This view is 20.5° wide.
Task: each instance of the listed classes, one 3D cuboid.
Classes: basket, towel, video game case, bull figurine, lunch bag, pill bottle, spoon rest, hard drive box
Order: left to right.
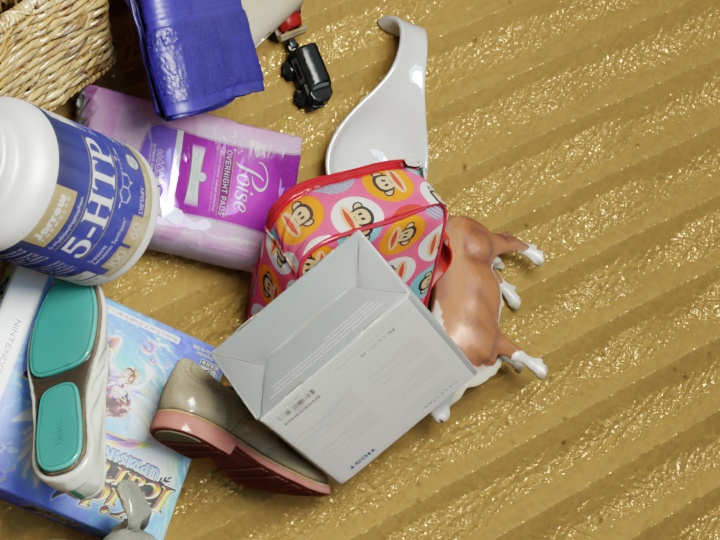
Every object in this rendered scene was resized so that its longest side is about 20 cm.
[{"bbox_3d":[-0.307,-0.196,1.580,0.143,0.149,0.200,38,63,20],"label":"basket"},{"bbox_3d":[-0.257,-0.065,1.514,0.200,0.119,0.120,21,67,-56],"label":"pill bottle"},{"bbox_3d":[-0.228,0.114,1.632,0.199,0.045,0.182,25,71,-18],"label":"video game case"},{"bbox_3d":[-0.145,-0.224,1.589,0.148,0.049,0.201,-28,107,-64],"label":"towel"},{"bbox_3d":[-0.009,0.076,1.620,0.156,0.200,0.077,-39,61,1],"label":"hard drive box"},{"bbox_3d":[0.000,0.000,1.678,0.175,0.201,0.082,-17,54,-26],"label":"lunch bag"},{"bbox_3d":[0.024,-0.140,1.795,0.099,0.061,0.201,18,71,-20],"label":"spoon rest"},{"bbox_3d":[0.103,0.044,1.779,0.121,0.065,0.201,18,62,-27],"label":"bull figurine"}]

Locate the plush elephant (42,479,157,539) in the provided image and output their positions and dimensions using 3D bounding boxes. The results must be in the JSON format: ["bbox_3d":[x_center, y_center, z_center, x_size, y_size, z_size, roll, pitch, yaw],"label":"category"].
[{"bbox_3d":[-0.206,0.258,1.537,0.199,0.155,0.165,-13,61,-34],"label":"plush elephant"}]

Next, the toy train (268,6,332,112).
[{"bbox_3d":[-0.074,-0.238,1.777,0.034,0.046,0.201,-23,89,-27],"label":"toy train"}]

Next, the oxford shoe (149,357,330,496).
[{"bbox_3d":[-0.088,0.134,1.652,0.200,0.070,0.075,35,59,-45],"label":"oxford shoe"}]

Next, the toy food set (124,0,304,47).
[{"bbox_3d":[-0.151,-0.258,1.670,0.144,0.060,0.200,-45,110,-22],"label":"toy food set"}]

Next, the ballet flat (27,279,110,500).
[{"bbox_3d":[-0.224,0.096,1.567,0.069,0.070,0.201,15,46,-22],"label":"ballet flat"}]

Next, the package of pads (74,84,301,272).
[{"bbox_3d":[-0.155,-0.074,1.689,0.199,0.076,0.121,13,77,-22],"label":"package of pads"}]
